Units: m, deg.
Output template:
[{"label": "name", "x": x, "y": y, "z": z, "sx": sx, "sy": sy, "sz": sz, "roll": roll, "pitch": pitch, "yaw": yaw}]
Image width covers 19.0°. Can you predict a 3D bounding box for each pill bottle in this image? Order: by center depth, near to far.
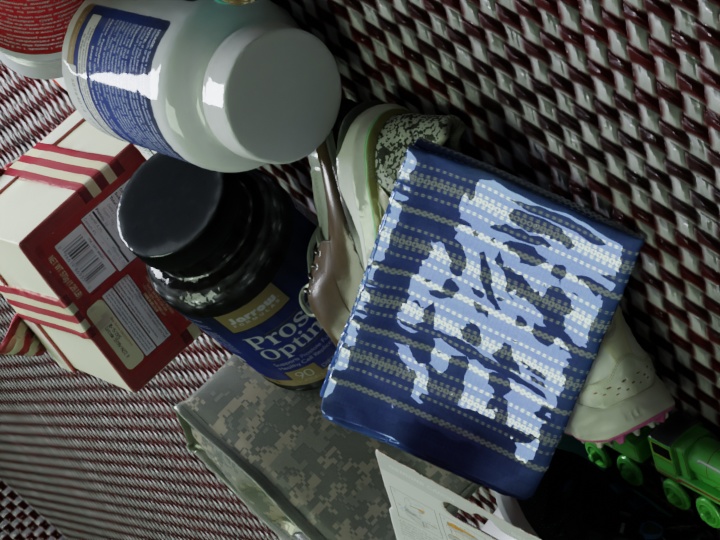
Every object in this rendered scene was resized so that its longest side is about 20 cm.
[{"label": "pill bottle", "x": -0.098, "y": -0.122, "z": 1.348, "sx": 0.200, "sy": 0.111, "sz": 0.111, "roll": 20, "pitch": 149, "yaw": 55}, {"label": "pill bottle", "x": -0.217, "y": -0.210, "z": 1.428, "sx": 0.112, "sy": 0.112, "sz": 0.200, "roll": 42, "pitch": 162, "yaw": 14}, {"label": "pill bottle", "x": -0.077, "y": -0.004, "z": 1.478, "sx": 0.112, "sy": 0.112, "sz": 0.200, "roll": 31, "pitch": 174, "yaw": 40}]

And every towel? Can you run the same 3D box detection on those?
[{"label": "towel", "x": 0.064, "y": 0.034, "z": 1.236, "sx": 0.145, "sy": 0.024, "sz": 0.200, "roll": 24, "pitch": 124, "yaw": 7}]

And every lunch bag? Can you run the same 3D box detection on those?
[{"label": "lunch bag", "x": -0.009, "y": 0.129, "z": 1.594, "sx": 0.200, "sy": 0.164, "sz": 0.118, "roll": 42, "pitch": 164, "yaw": 19}]

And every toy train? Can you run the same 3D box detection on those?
[{"label": "toy train", "x": 0.204, "y": 0.119, "z": 1.298, "sx": 0.200, "sy": 0.042, "sz": 0.056, "roll": 26, "pitch": 143, "yaw": 49}]

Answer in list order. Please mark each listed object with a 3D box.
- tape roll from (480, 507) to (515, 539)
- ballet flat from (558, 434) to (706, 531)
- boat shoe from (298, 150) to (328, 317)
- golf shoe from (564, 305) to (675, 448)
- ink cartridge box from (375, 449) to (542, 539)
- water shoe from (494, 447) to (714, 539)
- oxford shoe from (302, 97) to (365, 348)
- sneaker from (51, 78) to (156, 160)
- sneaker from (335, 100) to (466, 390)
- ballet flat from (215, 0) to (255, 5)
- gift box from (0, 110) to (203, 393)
[{"label": "tape roll", "x": 0.145, "y": 0.263, "z": 1.493, "sx": 0.203, "sy": 0.139, "sz": 0.203, "roll": 38, "pitch": 179, "yaw": 1}, {"label": "ballet flat", "x": 0.156, "y": 0.147, "z": 1.433, "sx": 0.200, "sy": 0.068, "sz": 0.075, "roll": 43, "pitch": 171, "yaw": 0}, {"label": "boat shoe", "x": -0.003, "y": -0.001, "z": 1.432, "sx": 0.075, "sy": 0.086, "sz": 0.202, "roll": 30, "pitch": 156, "yaw": 42}, {"label": "golf shoe", "x": 0.114, "y": 0.046, "z": 1.319, "sx": 0.200, "sy": 0.075, "sz": 0.092, "roll": 9, "pitch": 124, "yaw": 59}, {"label": "ink cartridge box", "x": 0.096, "y": 0.181, "z": 1.316, "sx": 0.161, "sy": 0.050, "sz": 0.200, "roll": 26, "pitch": 151, "yaw": 27}, {"label": "water shoe", "x": 0.175, "y": 0.164, "z": 1.335, "sx": 0.200, "sy": 0.072, "sz": 0.079, "roll": 35, "pitch": 147, "yaw": -18}, {"label": "oxford shoe", "x": -0.005, "y": -0.007, "z": 1.346, "sx": 0.084, "sy": 0.073, "sz": 0.200, "roll": -8, "pitch": 97, "yaw": 33}, {"label": "sneaker", "x": -0.156, "y": -0.131, "z": 1.537, "sx": 0.201, "sy": 0.067, "sz": 0.108, "roll": 47, "pitch": 163, "yaw": -15}, {"label": "sneaker", "x": 0.049, "y": -0.006, "z": 1.272, "sx": 0.089, "sy": 0.077, "sz": 0.200, "roll": -4, "pitch": 108, "yaw": 48}, {"label": "ballet flat", "x": -0.111, "y": -0.243, "z": 1.226, "sx": 0.200, "sy": 0.071, "sz": 0.065, "roll": 47, "pitch": 135, "yaw": -9}, {"label": "gift box", "x": -0.218, "y": -0.020, "z": 1.715, "sx": 0.185, "sy": 0.200, "sz": 0.187, "roll": 59, "pitch": 160, "yaw": -21}]
